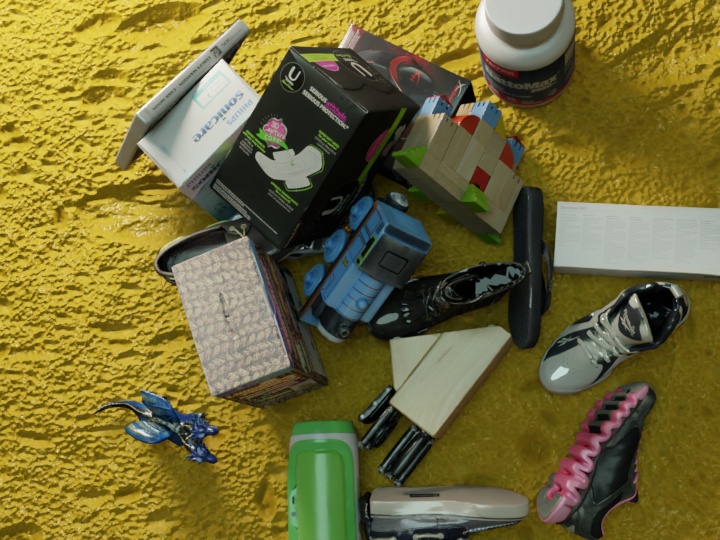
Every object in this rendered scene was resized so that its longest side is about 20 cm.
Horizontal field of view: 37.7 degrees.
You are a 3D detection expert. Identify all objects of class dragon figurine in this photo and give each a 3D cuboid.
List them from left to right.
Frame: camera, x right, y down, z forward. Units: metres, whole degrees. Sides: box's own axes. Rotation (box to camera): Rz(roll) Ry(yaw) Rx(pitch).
[{"bbox_3d":[-0.253,0.186,1.317,0.199,0.099,0.059,20,83,14],"label":"dragon figurine"}]

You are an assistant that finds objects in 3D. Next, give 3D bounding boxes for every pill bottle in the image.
[{"bbox_3d":[0.199,-0.285,1.274,0.119,0.200,0.120,-2,78,11],"label":"pill bottle"}]

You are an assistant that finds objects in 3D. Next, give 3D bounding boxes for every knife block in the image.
[{"bbox_3d":[0.093,0.166,1.273,0.199,0.064,0.176,-8,78,9],"label":"knife block"}]

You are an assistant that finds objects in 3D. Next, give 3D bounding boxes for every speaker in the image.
[{"bbox_3d":[-0.042,0.283,1.265,0.088,0.088,0.201,-4,78,10],"label":"speaker"}]

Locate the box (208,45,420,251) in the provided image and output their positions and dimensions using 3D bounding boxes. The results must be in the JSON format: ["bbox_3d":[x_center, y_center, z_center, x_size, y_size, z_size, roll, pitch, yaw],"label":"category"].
[{"bbox_3d":[-0.053,-0.146,1.236,0.124,0.148,0.200,42,116,14],"label":"box"}]

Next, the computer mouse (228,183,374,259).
[{"bbox_3d":[-0.077,-0.054,1.362,0.199,0.044,0.110,-5,89,7],"label":"computer mouse"}]

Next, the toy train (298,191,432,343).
[{"bbox_3d":[0.000,0.000,1.272,0.086,0.114,0.200,26,112,-25],"label":"toy train"}]

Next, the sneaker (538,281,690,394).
[{"bbox_3d":[0.293,0.073,1.219,0.199,0.130,0.080,-26,74,5],"label":"sneaker"}]

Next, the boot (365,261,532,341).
[{"bbox_3d":[0.096,0.028,1.236,0.199,0.174,0.069,-21,85,2],"label":"boot"}]

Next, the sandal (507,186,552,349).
[{"bbox_3d":[0.214,-0.004,1.283,0.043,0.076,0.201,6,80,-11],"label":"sandal"}]

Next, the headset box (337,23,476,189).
[{"bbox_3d":[0.025,-0.210,1.357,0.200,0.075,0.149,29,86,15],"label":"headset box"}]

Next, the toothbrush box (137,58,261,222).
[{"bbox_3d":[-0.166,-0.150,1.318,0.146,0.200,0.085,-45,73,0],"label":"toothbrush box"}]

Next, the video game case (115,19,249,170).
[{"bbox_3d":[-0.227,-0.216,1.326,0.023,0.200,0.182,44,69,-7],"label":"video game case"}]

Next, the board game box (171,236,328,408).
[{"bbox_3d":[-0.127,0.070,1.265,0.097,0.200,0.160,-21,75,6],"label":"board game box"}]

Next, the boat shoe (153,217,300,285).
[{"bbox_3d":[-0.161,-0.030,1.319,0.199,0.060,0.072,-16,87,6],"label":"boat shoe"}]

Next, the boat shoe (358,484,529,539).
[{"bbox_3d":[0.099,0.309,1.248,0.199,0.075,0.093,-1,97,9],"label":"boat shoe"}]

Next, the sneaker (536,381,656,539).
[{"bbox_3d":[0.292,0.225,1.228,0.095,0.079,0.200,35,87,-6],"label":"sneaker"}]

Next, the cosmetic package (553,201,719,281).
[{"bbox_3d":[0.335,-0.035,1.273,0.199,0.051,0.083,4,82,12],"label":"cosmetic package"}]

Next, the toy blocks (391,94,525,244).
[{"bbox_3d":[0.132,-0.141,1.279,0.100,0.200,0.137,4,64,55],"label":"toy blocks"}]
